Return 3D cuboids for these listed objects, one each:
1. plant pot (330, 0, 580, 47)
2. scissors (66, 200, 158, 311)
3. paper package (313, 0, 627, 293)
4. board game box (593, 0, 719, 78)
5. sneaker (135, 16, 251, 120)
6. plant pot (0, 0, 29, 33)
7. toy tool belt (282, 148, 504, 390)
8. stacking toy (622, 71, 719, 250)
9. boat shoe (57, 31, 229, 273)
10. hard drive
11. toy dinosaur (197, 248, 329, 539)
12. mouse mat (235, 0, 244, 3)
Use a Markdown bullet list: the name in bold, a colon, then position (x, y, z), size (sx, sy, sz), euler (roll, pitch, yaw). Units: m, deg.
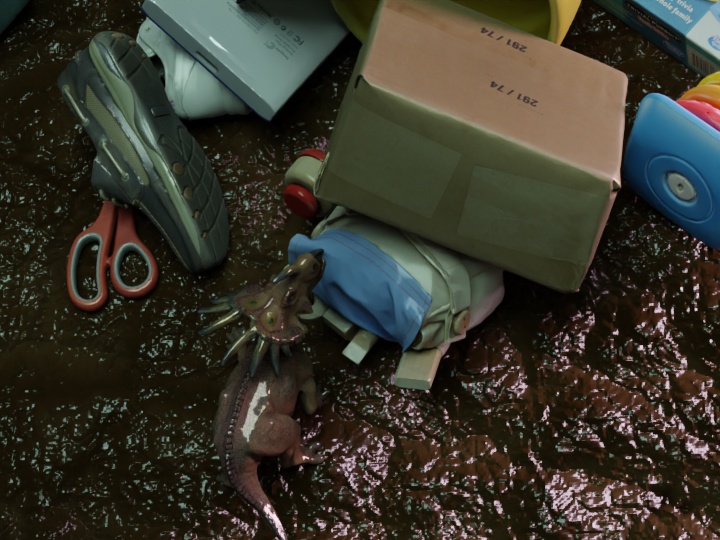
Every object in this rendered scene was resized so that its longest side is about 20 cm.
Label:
- **plant pot**: position (0.092, -0.273, 1.767), size (0.199, 0.202, 0.190), euler (15, 51, 17)
- **scissors**: position (-0.193, -0.061, 1.802), size (0.072, 0.014, 0.202), euler (-6, 64, 8)
- **paper package**: position (0.084, -0.099, 1.648), size (0.198, 0.104, 0.191), euler (21, 31, -3)
- **board game box**: position (0.292, -0.255, 1.794), size (0.151, 0.047, 0.200), euler (38, 76, 24)
- **sneaker**: position (-0.142, -0.209, 1.832), size (0.099, 0.075, 0.202), euler (-13, 62, 3)
- **plant pot**: position (-0.376, -0.267, 1.845), size (0.198, 0.196, 0.197), euler (-18, 62, -9)
- **toy tool belt**: position (0.000, 0.000, 1.678), size (0.199, 0.125, 0.123), euler (31, 64, 23)
- **stacking toy**: position (0.294, -0.120, 1.709), size (0.109, 0.116, 0.200), euler (36, 61, 18)
- **boat shoe**: position (-0.167, -0.084, 1.769), size (0.073, 0.074, 0.201), euler (-30, 81, 23)
- **hard drive**: position (-0.061, -0.226, 1.802), size (0.132, 0.025, 0.200), euler (41, 60, -1)
- **toy dinosaur**: position (-0.074, 0.089, 1.630), size (0.085, 0.136, 0.202), euler (5, 76, 9)
- **mouse mat**: position (-0.019, -0.275, 1.697), size (0.008, 0.200, 0.161), euler (38, 72, -12)
